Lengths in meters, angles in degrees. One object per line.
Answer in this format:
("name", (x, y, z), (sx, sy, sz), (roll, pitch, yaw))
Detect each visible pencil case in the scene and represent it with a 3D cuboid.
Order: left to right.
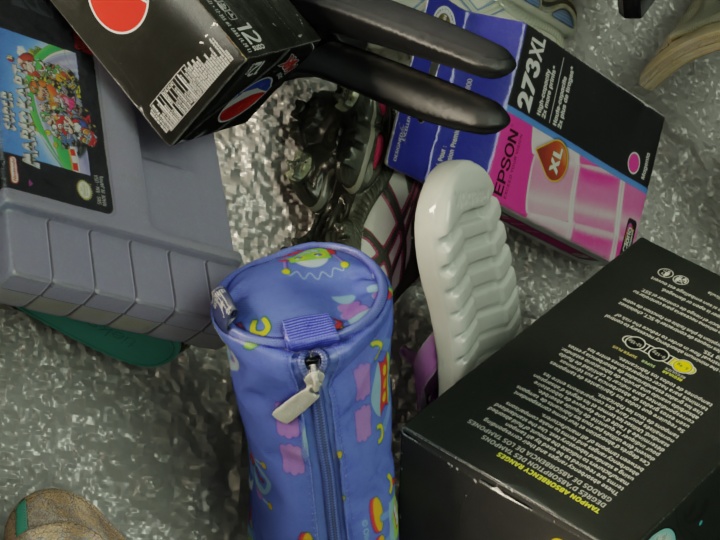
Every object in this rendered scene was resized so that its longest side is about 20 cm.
("pencil case", (-0.020, 0.087, 0.748), (0.078, 0.087, 0.200), (-5, 119, -2))

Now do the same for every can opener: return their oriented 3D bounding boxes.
("can opener", (-0.005, -0.112, 0.802), (0.079, 0.200, 0.063), (-30, 125, -35))

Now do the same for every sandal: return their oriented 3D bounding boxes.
("sandal", (0.047, 0.035, 0.855), (0.082, 0.050, 0.203), (-37, 130, -50))

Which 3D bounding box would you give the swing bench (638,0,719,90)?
("swing bench", (0.297, -0.121, 1.004), (0.200, 0.130, 0.199), (49, 44, -12))

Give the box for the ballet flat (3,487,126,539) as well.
("ballet flat", (-0.093, 0.162, 0.736), (0.068, 0.067, 0.200), (-31, 129, -5))

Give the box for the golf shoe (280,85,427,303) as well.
("golf shoe", (0.000, 0.000, 0.846), (0.088, 0.077, 0.200), (28, 67, -36))

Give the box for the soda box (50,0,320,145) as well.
("soda box", (-0.113, -0.156, 0.766), (0.200, 0.063, 0.071), (51, 31, 7))

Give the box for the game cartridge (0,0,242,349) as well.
("game cartridge", (-0.121, -0.067, 0.763), (0.130, 0.038, 0.200), (19, 49, -43))

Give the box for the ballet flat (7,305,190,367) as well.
("ballet flat", (-0.161, -0.016, 0.757), (0.200, 0.068, 0.075), (21, 53, -31))

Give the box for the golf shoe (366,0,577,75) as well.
("golf shoe", (0.030, -0.132, 0.900), (0.200, 0.078, 0.097), (17, 75, -27))

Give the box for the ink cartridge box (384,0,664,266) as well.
("ink cartridge box", (0.094, -0.071, 0.894), (0.200, 0.037, 0.095), (21, 81, -47))

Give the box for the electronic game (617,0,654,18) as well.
("electronic game", (0.147, -0.238, 0.906), (0.042, 0.200, 0.200), (-1, 73, 11))

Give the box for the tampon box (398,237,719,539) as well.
("tampon box", (0.128, 0.109, 0.823), (0.200, 0.126, 0.150), (-34, 139, -36))
